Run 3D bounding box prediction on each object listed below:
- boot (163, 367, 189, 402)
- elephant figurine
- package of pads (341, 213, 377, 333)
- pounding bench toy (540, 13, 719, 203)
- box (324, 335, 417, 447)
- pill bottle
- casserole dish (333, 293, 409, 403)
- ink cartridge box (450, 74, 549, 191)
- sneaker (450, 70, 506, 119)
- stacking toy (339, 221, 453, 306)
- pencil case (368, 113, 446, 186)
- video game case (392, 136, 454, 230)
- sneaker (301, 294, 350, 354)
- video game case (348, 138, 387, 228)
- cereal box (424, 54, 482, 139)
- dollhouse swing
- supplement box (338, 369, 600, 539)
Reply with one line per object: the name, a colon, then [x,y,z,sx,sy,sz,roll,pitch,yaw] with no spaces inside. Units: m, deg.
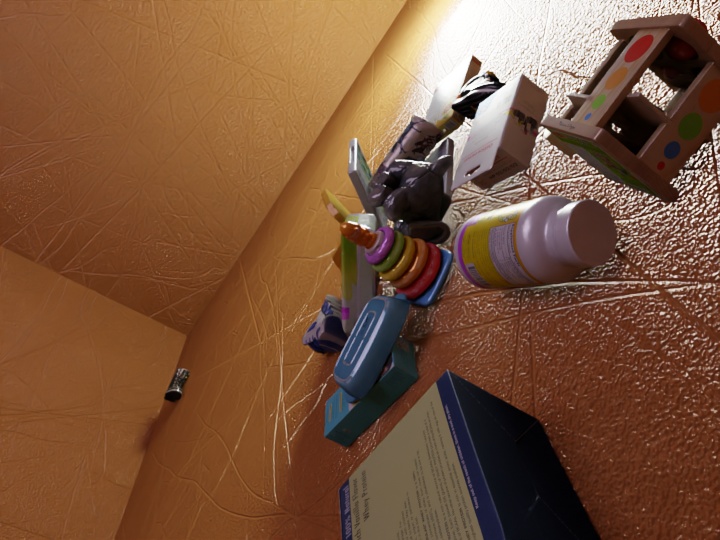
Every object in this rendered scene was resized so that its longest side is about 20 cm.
boot: [-0.867,0.538,2.671,0.200,0.073,0.151,-42,25,55]
elephant figurine: [0.110,-0.102,1.043,0.142,0.200,0.155,-49,40,-16]
package of pads: [0.000,0.000,1.069,0.155,0.068,0.201,-81,-8,-74]
pounding bench toy: [0.309,-0.198,0.648,0.156,0.124,0.200,-56,19,13]
box: [0.014,0.201,0.936,0.200,0.049,0.082,-51,21,27]
pill bottle: [0.210,-0.033,0.692,0.200,0.104,0.105,-10,52,65]
casserole dish: [0.012,0.119,0.925,0.201,0.039,0.121,-62,18,-10]
ink cartridge box: [0.235,-0.215,0.949,0.115,0.068,0.201,-24,39,60]
sneaker: [0.251,-0.365,1.122,0.090,0.070,0.200,-64,17,-1]
stacking toy: [0.048,-0.030,0.949,0.110,0.199,0.116,-64,23,-10]
pencil case: [0.104,-0.244,1.231,0.201,0.089,0.078,-56,28,7]
video game case: [0.135,-0.169,1.210,0.182,0.023,0.201,-43,26,41]
sneaker: [-0.071,0.143,1.213,0.116,0.080,0.200,-59,12,15]
video game case: [0.019,-0.177,1.277,0.022,0.201,0.183,-19,32,13]
cereal box: [0.208,-0.392,1.319,0.144,0.039,0.201,-27,38,58]
dollhouse swing: [-0.049,-0.052,1.264,0.182,0.175,0.200,-57,20,14]
supplement box: [0.091,0.249,0.534,0.200,0.134,0.200,-53,20,20]
